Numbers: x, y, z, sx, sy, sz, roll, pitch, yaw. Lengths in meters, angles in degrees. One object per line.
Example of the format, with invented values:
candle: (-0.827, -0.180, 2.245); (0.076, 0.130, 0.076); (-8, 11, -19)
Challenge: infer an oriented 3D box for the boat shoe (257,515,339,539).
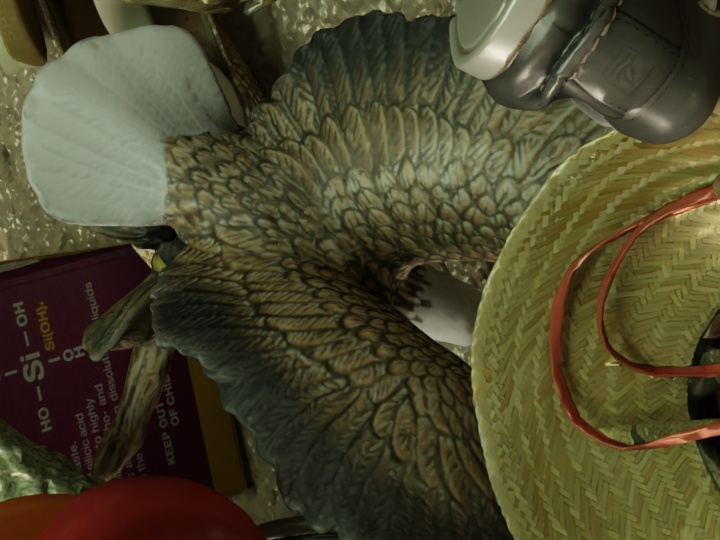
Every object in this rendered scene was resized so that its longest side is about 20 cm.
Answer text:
boat shoe: (-0.037, 0.124, 0.837); (0.200, 0.068, 0.072); (-20, 92, 25)

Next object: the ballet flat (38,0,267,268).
ballet flat: (-0.079, -0.078, 0.814); (0.070, 0.065, 0.200); (-26, 82, 5)

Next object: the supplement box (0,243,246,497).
supplement box: (-0.162, 0.059, 0.853); (0.131, 0.200, 0.103); (-6, 98, 46)

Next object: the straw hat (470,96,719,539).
straw hat: (0.135, 0.036, 0.614); (0.201, 0.085, 0.202); (10, 110, 27)

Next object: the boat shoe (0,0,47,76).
boat shoe: (-0.151, -0.098, 0.830); (0.200, 0.066, 0.074); (-143, 37, -78)

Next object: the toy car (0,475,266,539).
toy car: (-0.041, 0.131, 0.624); (0.200, 0.175, 0.150); (32, 132, 30)

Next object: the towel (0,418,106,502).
towel: (-0.091, 0.145, 0.750); (0.200, 0.148, 0.036); (39, 179, -15)

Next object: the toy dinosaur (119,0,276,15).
toy dinosaur: (0.016, -0.130, 0.696); (0.058, 0.200, 0.101); (45, 175, -5)

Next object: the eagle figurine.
eagle figurine: (0.006, 0.000, 0.709); (0.200, 0.151, 0.152); (12, 113, 50)

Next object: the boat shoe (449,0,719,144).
boat shoe: (0.058, -0.084, 0.627); (0.057, 0.200, 0.067); (30, 113, -11)
